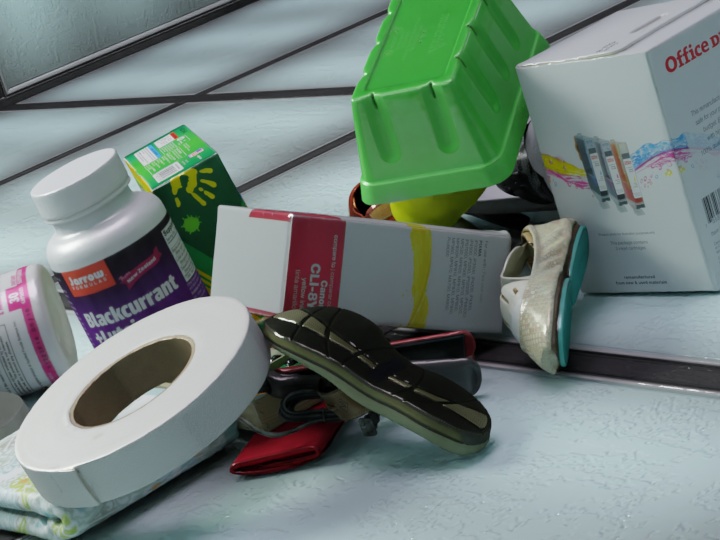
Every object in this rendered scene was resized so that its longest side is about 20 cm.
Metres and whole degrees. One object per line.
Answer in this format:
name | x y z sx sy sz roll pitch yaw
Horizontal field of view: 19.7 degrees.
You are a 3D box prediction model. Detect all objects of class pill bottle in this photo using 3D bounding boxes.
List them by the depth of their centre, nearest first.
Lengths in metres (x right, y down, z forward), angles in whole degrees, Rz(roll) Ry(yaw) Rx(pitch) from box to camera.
pill bottle | -0.201 0.002 1.776 0.111 0.201 0.112 -24 18 8
pill bottle | -0.369 0.076 1.900 0.198 0.114 0.113 -18 15 0

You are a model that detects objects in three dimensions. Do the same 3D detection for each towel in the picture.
towel | -0.213 0.148 1.602 0.171 0.048 0.199 -33 21 -35

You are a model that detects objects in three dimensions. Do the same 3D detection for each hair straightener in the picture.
hair straightener | -0.007 0.086 1.520 0.198 0.041 0.077 -3 34 -7

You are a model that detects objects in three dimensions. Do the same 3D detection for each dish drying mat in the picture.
dish drying mat | -0.034 0.105 1.595 0.076 0.018 0.200 -14 17 22

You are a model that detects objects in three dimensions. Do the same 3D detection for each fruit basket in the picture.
fruit basket | 0.076 -0.115 1.730 0.154 0.217 0.216 -8 18 25

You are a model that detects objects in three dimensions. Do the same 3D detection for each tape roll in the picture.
tape roll | -0.158 0.094 1.504 0.202 0.037 0.203 -26 24 12

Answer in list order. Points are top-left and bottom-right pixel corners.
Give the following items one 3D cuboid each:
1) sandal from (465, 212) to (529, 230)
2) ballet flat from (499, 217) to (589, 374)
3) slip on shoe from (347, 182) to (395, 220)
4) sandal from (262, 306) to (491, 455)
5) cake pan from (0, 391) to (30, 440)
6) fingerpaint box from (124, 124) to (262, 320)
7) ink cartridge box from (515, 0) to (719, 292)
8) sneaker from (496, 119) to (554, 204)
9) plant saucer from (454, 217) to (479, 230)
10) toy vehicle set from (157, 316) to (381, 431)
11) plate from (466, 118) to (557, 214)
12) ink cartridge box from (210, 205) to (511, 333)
sandal | 0.095 -0.078 1.967 0.075 0.045 0.200 9 7 -35
ballet flat | 0.135 0.021 1.574 0.062 0.068 0.200 0 24 12
slip on shoe | 0.021 -0.062 1.901 0.074 0.061 0.200 -32 16 1
sandal | 0.003 0.085 1.466 0.200 0.058 0.079 34 32 32
cake pan | -0.362 0.156 1.758 0.199 0.037 0.200 -17 15 5
fingerpaint box | -0.137 -0.035 1.908 0.073 0.168 0.200 -29 16 -6
ink cartridge box | 0.242 -0.101 1.647 0.145 0.201 0.144 -30 19 -38
sneaker | 0.157 -0.093 1.771 0.113 0.076 0.200 15 -6 31
plant saucer | 0.018 -0.015 1.929 0.198 0.031 0.200 -17 15 5
toy vehicle set | -0.076 0.080 1.656 0.124 0.027 0.200 -30 16 -26
plate | 0.130 -0.101 1.933 0.198 0.033 0.200 -3 29 -24
ink cartridge box | 0.000 0.000 1.642 0.199 0.084 0.145 5 1 -27
